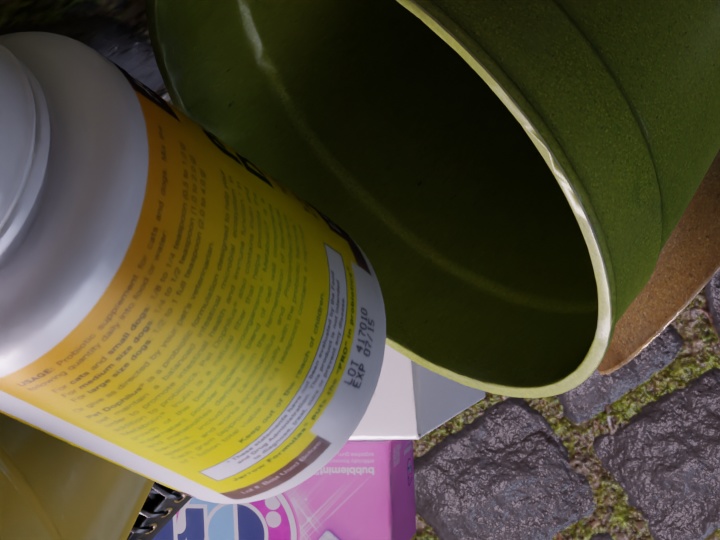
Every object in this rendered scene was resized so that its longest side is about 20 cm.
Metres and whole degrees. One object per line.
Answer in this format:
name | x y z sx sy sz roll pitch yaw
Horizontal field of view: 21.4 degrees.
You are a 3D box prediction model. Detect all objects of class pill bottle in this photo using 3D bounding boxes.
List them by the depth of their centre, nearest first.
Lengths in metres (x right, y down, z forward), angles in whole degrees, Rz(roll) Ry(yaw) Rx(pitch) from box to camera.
pill bottle | -0.083 -0.002 0.600 0.109 0.110 0.200 -37 144 14

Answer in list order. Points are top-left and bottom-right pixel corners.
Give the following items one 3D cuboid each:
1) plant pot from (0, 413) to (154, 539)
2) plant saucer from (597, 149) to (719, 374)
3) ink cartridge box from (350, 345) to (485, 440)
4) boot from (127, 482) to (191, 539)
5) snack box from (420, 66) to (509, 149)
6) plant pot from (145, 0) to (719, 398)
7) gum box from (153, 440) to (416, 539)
plant pot | -0.166 0.079 0.706 0.201 0.201 0.189 -42 -173 42
plant saucer | 0.145 -0.048 0.776 0.201 0.035 0.200 -54 180 0
ink cartridge box | -0.041 0.046 1.090 0.198 0.087 0.146 -1 -175 19
boot | -0.100 0.106 0.831 0.200 0.077 0.139 -35 -157 50
snack box | 0.088 -0.119 0.840 0.199 0.053 0.142 -34 -153 -13
plant pot | 0.062 -0.094 0.675 0.193 0.200 0.200 -45 178 -25
gum box | -0.070 0.148 1.095 0.198 0.115 0.066 -1 -175 13
